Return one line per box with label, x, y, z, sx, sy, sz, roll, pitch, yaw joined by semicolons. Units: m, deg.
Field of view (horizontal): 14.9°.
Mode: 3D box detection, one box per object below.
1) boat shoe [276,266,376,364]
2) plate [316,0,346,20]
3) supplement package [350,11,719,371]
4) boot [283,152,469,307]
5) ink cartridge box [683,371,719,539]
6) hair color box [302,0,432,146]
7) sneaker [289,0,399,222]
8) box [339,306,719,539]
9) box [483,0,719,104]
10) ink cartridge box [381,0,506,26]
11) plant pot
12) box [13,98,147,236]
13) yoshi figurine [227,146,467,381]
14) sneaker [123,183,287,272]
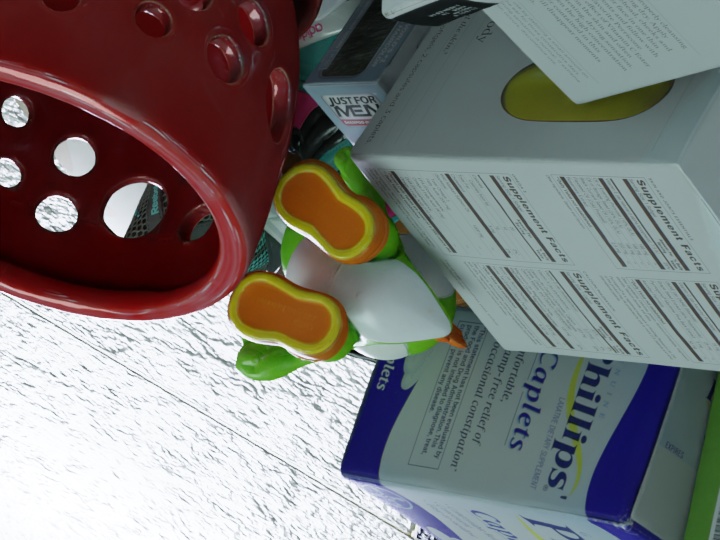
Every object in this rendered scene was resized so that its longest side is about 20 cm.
boat shoe;0.030;0.041;1.678;0.200;0.065;0.073;17;150;28
plate;-0.060;-0.206;1.264;0.200;0.032;0.200;27;152;-16
supplement package;0.137;-0.058;1.269;0.200;0.152;0.151;5;144;46
boot;0.048;-0.025;1.531;0.200;0.074;0.155;28;159;-26
ink cartridge box;0.259;0.114;1.370;0.200;0.148;0.076;20;170;-42
hair color box;0.070;-0.064;1.401;0.061;0.099;0.200;3;142;49
sneaker;-0.022;-0.074;1.479;0.200;0.084;0.121;-19;94;58
box;0.127;0.108;1.438;0.200;0.105;0.184;5;158;45
box;0.144;-0.157;1.113;0.097;0.124;0.200;43;153;-21
ink cartridge box;0.046;-0.205;1.108;0.037;0.200;0.095;4;171;-32
plant pot;-0.118;-0.103;1.254;0.200;0.183;0.200;16;152;9
box;-0.129;-0.096;1.583;0.078;0.095;0.200;14;148;37
yoshi figurine;-0.015;-0.002;1.351;0.112;0.112;0.200;-19;170;13
sneaker;-0.088;-0.018;1.456;0.078;0.091;0.200;34;172;12
